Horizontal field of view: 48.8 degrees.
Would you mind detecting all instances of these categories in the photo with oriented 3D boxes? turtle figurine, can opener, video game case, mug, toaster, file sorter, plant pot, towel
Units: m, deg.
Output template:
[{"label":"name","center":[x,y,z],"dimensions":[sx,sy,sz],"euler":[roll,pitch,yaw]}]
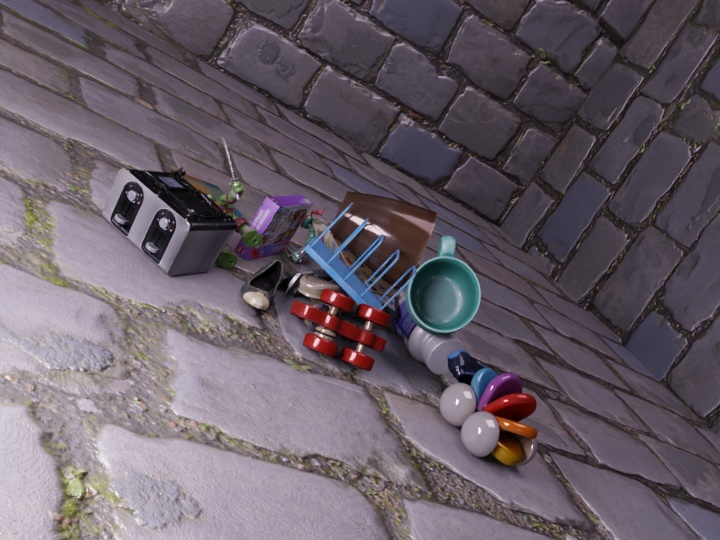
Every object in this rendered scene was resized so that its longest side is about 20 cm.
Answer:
[{"label":"turtle figurine","center":[-0.292,-0.115,1.572],"dimensions":[0.142,0.202,0.194],"euler":[-21,52,-29]},{"label":"can opener","center":[-0.118,0.014,1.701],"dimensions":[0.067,0.054,0.200],"euler":[38,15,13]},{"label":"video game case","center":[0.000,0.000,1.771],"dimensions":[0.199,0.026,0.182],"euler":[35,26,-19]},{"label":"turtle figurine","center":[-0.099,-0.062,1.859],"dimensions":[0.201,0.101,0.149],"euler":[50,42,1]},{"label":"mug","center":[0.177,0.043,1.651],"dimensions":[0.151,0.186,0.114],"euler":[39,-8,5]},{"label":"toaster","center":[-0.340,-0.094,1.439],"dimensions":[0.180,0.119,0.200],"euler":[39,16,14]},{"label":"file sorter","center":[0.004,-0.024,1.604],"dimensions":[0.200,0.123,0.139],"euler":[45,9,-4]},{"label":"plant pot","center":[0.039,-0.087,1.738],"dimensions":[0.198,0.189,0.187],"euler":[27,16,-4]},{"label":"towel","center":[-0.344,-0.160,1.820],"dimensions":[0.146,0.022,0.200],"euler":[20,19,-46]}]

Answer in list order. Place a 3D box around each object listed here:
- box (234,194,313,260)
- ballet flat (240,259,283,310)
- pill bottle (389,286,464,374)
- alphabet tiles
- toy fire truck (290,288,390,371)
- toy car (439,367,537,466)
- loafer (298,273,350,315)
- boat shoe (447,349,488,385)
[{"label":"box","center":[-0.186,-0.097,1.734],"dimensions":[0.039,0.138,0.200],"euler":[36,15,11]},{"label":"ballet flat","center":[-0.186,0.026,1.516],"dimensions":[0.066,0.057,0.200],"euler":[31,16,-8]},{"label":"pill bottle","center":[0.147,0.134,1.765],"dimensions":[0.119,0.121,0.200],"euler":[23,19,-33]},{"label":"alphabet tiles","center":[0.011,-0.023,1.787],"dimensions":[0.165,0.006,0.201],"euler":[12,40,-49]},{"label":"toy fire truck","center":[-0.050,0.106,1.508],"dimensions":[0.198,0.114,0.167],"euler":[24,-8,-27]},{"label":"toy car","center":[0.265,0.271,1.536],"dimensions":[0.173,0.151,0.200],"euler":[21,20,-37]},{"label":"loafer","center":[-0.068,0.057,1.601],"dimensions":[0.075,0.069,0.200],"euler":[21,-1,25]},{"label":"boat shoe","center":[0.243,0.244,1.705],"dimensions":[0.199,0.084,0.069],"euler":[33,35,-38]}]
